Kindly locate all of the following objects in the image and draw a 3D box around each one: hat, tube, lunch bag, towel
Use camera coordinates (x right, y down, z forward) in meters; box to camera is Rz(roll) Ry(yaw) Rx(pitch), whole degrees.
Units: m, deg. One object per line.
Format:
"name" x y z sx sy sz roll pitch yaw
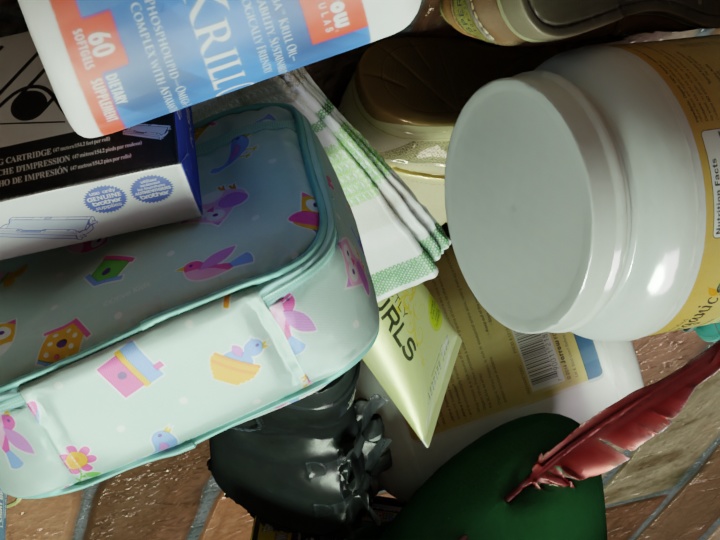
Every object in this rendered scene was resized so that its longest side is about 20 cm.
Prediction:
"hat" 0.098 0.090 1.337 0.199 0.177 0.166 4 -169 -15
"tube" 0.000 0.000 1.215 0.058 0.052 0.200 -40 125 -7
"lunch bag" -0.098 0.009 1.051 0.199 0.161 0.077 -22 126 6
"towel" -0.069 -0.039 1.128 0.149 0.031 0.200 -30 121 21

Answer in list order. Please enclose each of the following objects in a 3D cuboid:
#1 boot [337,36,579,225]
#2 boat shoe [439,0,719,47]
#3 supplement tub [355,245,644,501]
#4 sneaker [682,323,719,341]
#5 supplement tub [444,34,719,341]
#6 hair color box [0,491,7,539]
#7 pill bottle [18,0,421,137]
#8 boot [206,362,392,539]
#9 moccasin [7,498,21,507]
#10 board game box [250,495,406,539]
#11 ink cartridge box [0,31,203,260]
"boot" 0.061 -0.056 1.265 0.199 0.073 0.156 1 149 -27
"boat shoe" 0.125 -0.148 1.138 0.199 0.072 0.068 -8 -178 -38
"supplement tub" 0.062 0.057 1.434 0.199 0.145 0.145 -19 157 0
"sneaker" 0.203 -0.021 1.401 0.083 0.121 0.200 -29 155 22
"supplement tub" 0.155 -0.043 1.143 0.199 0.145 0.144 -9 155 -31
"hair color box" -0.284 0.099 1.226 0.199 0.101 0.060 -5 166 23
"pill bottle" -0.041 -0.137 0.956 0.199 0.113 0.112 -20 157 0
"boot" -0.076 0.073 1.313 0.197 0.074 0.163 16 148 16
"moccasin" -0.244 0.115 1.354 0.073 0.078 0.201 -25 -178 5
"board game box" 0.012 0.190 1.392 0.164 0.057 0.200 7 -169 0
"ink cartridge box" -0.174 -0.051 1.023 0.199 0.094 0.044 -12 144 5
